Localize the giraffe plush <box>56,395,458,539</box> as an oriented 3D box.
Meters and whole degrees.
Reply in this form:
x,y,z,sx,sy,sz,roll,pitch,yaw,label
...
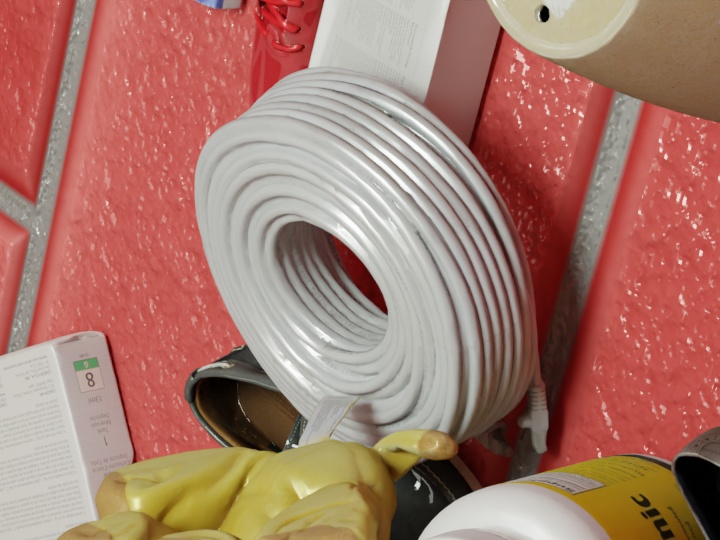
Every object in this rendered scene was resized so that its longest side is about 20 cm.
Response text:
x,y,z,sx,sy,sz,roll,pitch,yaw,label
-0.034,0.170,1.287,0.172,0.200,0.163,1,110,33,giraffe plush

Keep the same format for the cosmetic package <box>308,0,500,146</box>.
x,y,z,sx,sy,sz,roll,pitch,yaw,label
0.031,-0.146,1.366,0.082,0.050,0.201,34,119,37,cosmetic package

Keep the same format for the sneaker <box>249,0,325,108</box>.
x,y,z,sx,sy,sz,roll,pitch,yaw,label
-0.049,-0.156,1.401,0.078,0.115,0.201,31,117,39,sneaker

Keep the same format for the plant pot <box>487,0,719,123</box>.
x,y,z,sx,sy,sz,roll,pitch,yaw,label
0.146,-0.139,1.141,0.187,0.199,0.188,10,104,45,plant pot

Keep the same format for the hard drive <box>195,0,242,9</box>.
x,y,z,sx,sy,sz,roll,pitch,yaw,label
-0.097,-0.259,1.500,0.132,0.025,0.201,29,116,40,hard drive

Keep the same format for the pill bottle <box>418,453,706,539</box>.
x,y,z,sx,sy,sz,roll,pitch,yaw,label
0.087,0.147,1.235,0.111,0.200,0.112,2,95,31,pill bottle

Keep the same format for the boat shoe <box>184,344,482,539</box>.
x,y,z,sx,sy,sz,roll,pitch,yaw,label
-0.012,0.103,1.441,0.200,0.067,0.072,35,117,35,boat shoe

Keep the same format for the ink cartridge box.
x,y,z,sx,sy,sz,roll,pitch,yaw,label
-0.193,0.149,1.654,0.161,0.050,0.201,-16,88,46,ink cartridge box

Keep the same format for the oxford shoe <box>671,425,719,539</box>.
x,y,z,sx,sy,sz,roll,pitch,yaw,label
0.204,0.156,1.219,0.200,0.072,0.071,56,130,24,oxford shoe

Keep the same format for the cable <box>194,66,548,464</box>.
x,y,z,sx,sy,sz,roll,pitch,yaw,label
0.000,0.000,1.357,0.200,0.069,0.201,26,137,36,cable
